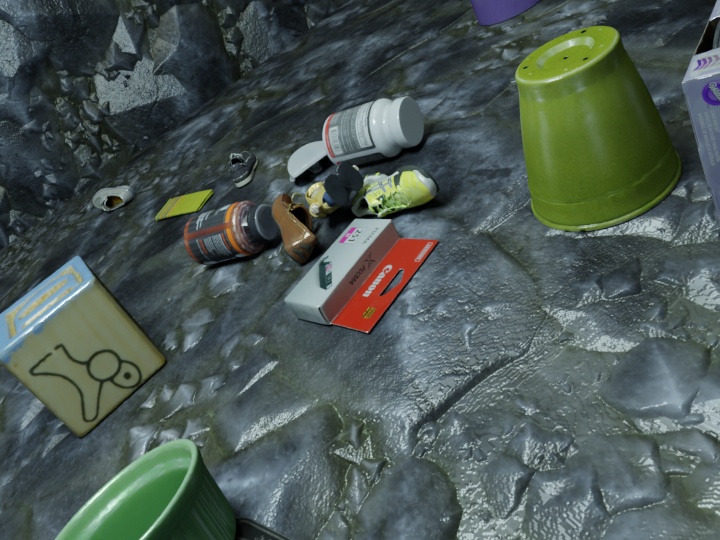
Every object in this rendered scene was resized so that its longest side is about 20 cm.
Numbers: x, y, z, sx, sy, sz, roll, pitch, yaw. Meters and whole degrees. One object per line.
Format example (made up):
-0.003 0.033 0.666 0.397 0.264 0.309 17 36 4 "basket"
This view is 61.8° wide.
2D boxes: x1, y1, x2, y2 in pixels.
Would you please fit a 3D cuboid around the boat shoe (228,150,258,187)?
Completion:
-0.327 -0.297 1.650 0.071 0.063 0.202 -27 30 9 "boat shoe"

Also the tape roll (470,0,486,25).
0.391 -0.744 1.599 0.196 0.086 0.202 -25 30 15 "tape roll"

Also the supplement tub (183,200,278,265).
-0.260 -0.078 1.222 0.196 0.108 0.108 -10 36 33 "supplement tub"

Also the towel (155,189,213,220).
-0.497 -0.182 1.695 0.196 0.018 0.087 -5 45 38 "towel"

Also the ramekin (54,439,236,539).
-0.225 0.287 0.628 0.197 0.099 0.201 -31 17 10 "ramekin"

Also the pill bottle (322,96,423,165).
0.026 -0.287 1.245 0.196 0.117 0.117 -4 39 38 "pill bottle"

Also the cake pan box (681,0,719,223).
0.399 -0.167 0.628 0.051 0.202 0.185 -5 36 45 "cake pan box"

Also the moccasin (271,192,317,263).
-0.121 -0.095 1.134 0.078 0.074 0.202 -42 28 10 "moccasin"

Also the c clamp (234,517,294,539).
-0.136 0.330 0.594 0.196 0.027 0.172 -6 34 40 "c clamp"

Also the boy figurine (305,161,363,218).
-0.051 -0.147 1.115 0.124 0.065 0.199 -46 12 -12 "boy figurine"

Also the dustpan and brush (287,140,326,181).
-0.131 -0.264 1.438 0.138 0.058 0.199 -37 37 -11 "dustpan and brush"

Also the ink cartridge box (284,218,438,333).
0.000 0.000 0.925 0.171 0.044 0.201 4 46 49 "ink cartridge box"

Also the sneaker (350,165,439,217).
0.058 -0.124 1.034 0.198 0.075 0.077 -3 46 57 "sneaker"

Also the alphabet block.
-0.492 0.125 1.052 0.194 0.203 0.195 -40 31 -16 "alphabet block"

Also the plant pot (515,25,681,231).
0.288 -0.192 0.776 0.196 0.195 0.202 -23 31 15 "plant pot"

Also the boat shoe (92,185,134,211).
-0.873 -0.241 2.090 0.195 0.072 0.070 -5 35 28 "boat shoe"
